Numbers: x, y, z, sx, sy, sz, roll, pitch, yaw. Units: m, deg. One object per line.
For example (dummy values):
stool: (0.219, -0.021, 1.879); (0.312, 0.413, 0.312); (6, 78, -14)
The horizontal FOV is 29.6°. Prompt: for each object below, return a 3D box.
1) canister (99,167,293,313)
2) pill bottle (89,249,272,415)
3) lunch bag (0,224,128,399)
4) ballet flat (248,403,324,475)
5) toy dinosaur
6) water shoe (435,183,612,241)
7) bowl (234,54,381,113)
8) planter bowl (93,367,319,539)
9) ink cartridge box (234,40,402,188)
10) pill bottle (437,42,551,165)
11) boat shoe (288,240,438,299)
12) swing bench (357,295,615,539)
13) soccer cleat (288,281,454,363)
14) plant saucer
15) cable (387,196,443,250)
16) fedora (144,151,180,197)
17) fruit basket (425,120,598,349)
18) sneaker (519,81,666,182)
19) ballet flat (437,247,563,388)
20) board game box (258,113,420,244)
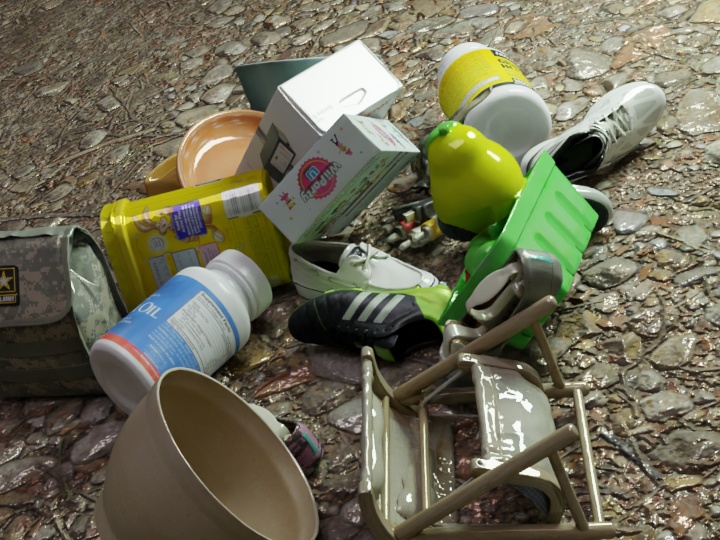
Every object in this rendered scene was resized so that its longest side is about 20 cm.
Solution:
canister: (-0.189, -0.030, 1.617); (0.198, 0.150, 0.087); (-14, 24, 5)
pill bottle: (-0.192, 0.067, 1.506); (0.112, 0.113, 0.200); (13, 44, 41)
lunch bag: (-0.366, 0.041, 1.555); (0.163, 0.201, 0.118); (-4, 34, 21)
ballet flat: (-0.126, 0.158, 1.371); (0.199, 0.072, 0.069); (5, 40, 34)
toy dinosaur: (0.099, -0.142, 1.647); (0.200, 0.047, 0.089); (-40, 38, 56)
water shoe: (0.184, -0.082, 1.540); (0.198, 0.072, 0.079); (-1, 41, 9)
bowl: (-0.068, -0.234, 1.859); (0.199, 0.106, 0.201); (-4, 7, 0)
planter bowl: (-0.153, 0.206, 1.227); (0.135, 0.200, 0.201); (-42, 29, 14)
ink cartridge box: (-0.055, -0.166, 1.651); (0.084, 0.200, 0.145); (47, 54, 9)
pill bottle: (0.162, -0.216, 1.737); (0.112, 0.113, 0.200); (-20, 33, -1)
boat shoe: (0.000, 0.000, 1.545); (0.199, 0.066, 0.072); (12, 44, 41)
swing bench: (0.104, 0.150, 1.213); (0.198, 0.130, 0.200); (-17, 32, 13)
soccer cleat: (0.012, 0.061, 1.454); (0.198, 0.068, 0.081); (-7, 47, 18)
plant saucer: (-0.139, -0.118, 1.743); (0.198, 0.038, 0.201); (9, 54, -13)
cable: (0.119, -0.075, 1.639); (0.199, 0.051, 0.097); (-20, 13, -24)
fedora: (-0.219, -0.109, 1.809); (0.199, 0.082, 0.201); (-14, 32, 9)
fruit basket: (0.131, -0.050, 1.398); (0.214, 0.156, 0.217); (20, 40, -18)
sneaker: (0.286, -0.151, 1.578); (0.200, 0.076, 0.115); (-34, 10, -6)
ballet flat: (0.114, 0.051, 1.306); (0.200, 0.063, 0.068); (-52, 40, 32)
board game box: (-0.021, -0.107, 1.582); (0.148, 0.064, 0.200); (-46, -6, 13)
